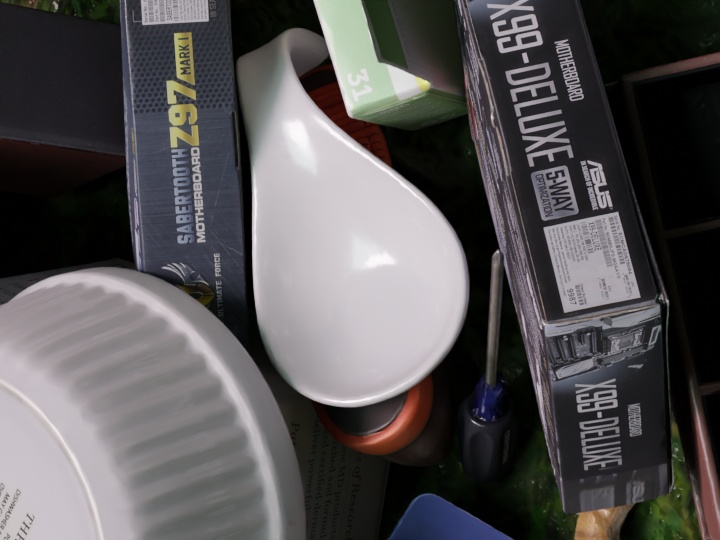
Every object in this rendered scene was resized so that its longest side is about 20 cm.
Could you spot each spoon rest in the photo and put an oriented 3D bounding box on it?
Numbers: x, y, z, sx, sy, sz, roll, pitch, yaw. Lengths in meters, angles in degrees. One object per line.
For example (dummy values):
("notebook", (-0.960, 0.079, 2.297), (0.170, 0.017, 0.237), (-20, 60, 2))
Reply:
("spoon rest", (-0.015, -0.029, 1.285), (0.099, 0.061, 0.200), (-30, 56, 14))

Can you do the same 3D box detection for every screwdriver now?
("screwdriver", (0.061, 0.040, 1.263), (0.200, 0.029, 0.028), (98, 159, -59))

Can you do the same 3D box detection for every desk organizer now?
("desk organizer", (0.157, 0.011, 1.188), (0.072, 0.077, 0.200), (-12, 89, 2))
("desk organizer", (-0.202, -0.086, 1.404), (0.077, 0.200, 0.072), (-21, 71, 42))

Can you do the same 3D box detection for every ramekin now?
("ramekin", (-0.132, 0.106, 1.267), (0.200, 0.105, 0.200), (12, 109, 38))

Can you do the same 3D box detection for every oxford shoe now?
("oxford shoe", (0.000, 0.000, 1.347), (0.071, 0.073, 0.200), (-20, 63, 21))

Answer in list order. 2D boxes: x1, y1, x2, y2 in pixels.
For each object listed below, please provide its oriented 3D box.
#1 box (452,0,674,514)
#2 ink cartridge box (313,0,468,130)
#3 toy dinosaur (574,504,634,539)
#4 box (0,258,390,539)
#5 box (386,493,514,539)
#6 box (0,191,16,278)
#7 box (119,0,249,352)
("box", (0.081, -0.024, 1.186), (0.050, 0.158, 0.200), (-12, 57, 0))
("ink cartridge box", (-0.005, -0.140, 1.247), (0.048, 0.200, 0.146), (-19, 84, 16))
("toy dinosaur", (0.093, 0.176, 1.276), (0.106, 0.200, 0.060), (24, 157, 15))
("box", (-0.105, 0.119, 1.407), (0.199, 0.131, 0.200), (20, 109, 35))
("box", (0.026, 0.210, 1.323), (0.121, 0.032, 0.200), (30, 106, -4))
("box", (-0.276, -0.006, 1.513), (0.124, 0.148, 0.200), (23, 112, 34))
("box", (-0.084, -0.074, 1.341), (0.051, 0.158, 0.200), (-3, 105, -4))
